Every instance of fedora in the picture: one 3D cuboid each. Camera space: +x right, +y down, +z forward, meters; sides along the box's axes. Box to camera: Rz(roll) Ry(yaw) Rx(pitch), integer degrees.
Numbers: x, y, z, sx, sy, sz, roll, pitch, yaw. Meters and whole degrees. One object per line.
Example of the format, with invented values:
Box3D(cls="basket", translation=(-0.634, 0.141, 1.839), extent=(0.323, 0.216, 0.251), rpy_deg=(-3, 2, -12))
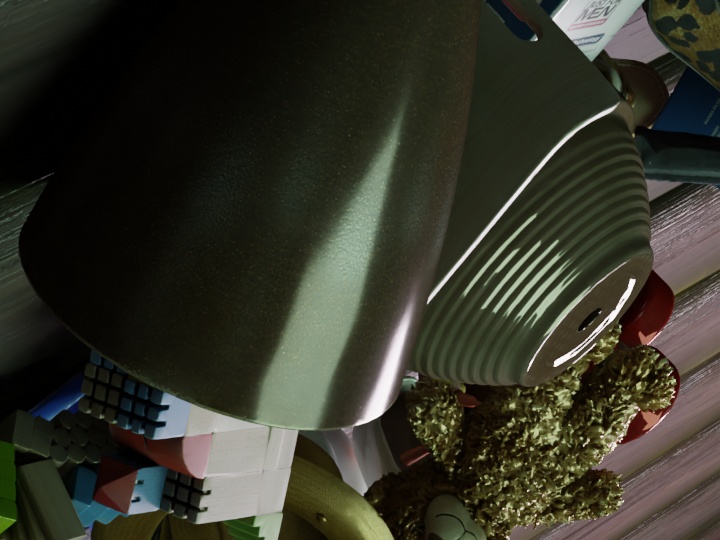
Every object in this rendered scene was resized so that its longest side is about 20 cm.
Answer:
Box3D(cls="fedora", translation=(-0.061, 0.153, 1.663), extent=(0.201, 0.201, 0.082), rpy_deg=(-55, -165, 42))

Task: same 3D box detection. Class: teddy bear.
Box3D(cls="teddy bear", translation=(0.093, 0.104, 1.638), extent=(0.200, 0.067, 0.145), rpy_deg=(-31, 125, 3))

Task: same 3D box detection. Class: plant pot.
Box3D(cls="plant pot", translation=(0.093, -0.005, 1.525), extent=(0.201, 0.093, 0.201), rpy_deg=(-41, 162, -17))
Box3D(cls="plant pot", translation=(-0.029, -0.065, 1.242), extent=(0.187, 0.187, 0.200), rpy_deg=(-16, 136, -54))

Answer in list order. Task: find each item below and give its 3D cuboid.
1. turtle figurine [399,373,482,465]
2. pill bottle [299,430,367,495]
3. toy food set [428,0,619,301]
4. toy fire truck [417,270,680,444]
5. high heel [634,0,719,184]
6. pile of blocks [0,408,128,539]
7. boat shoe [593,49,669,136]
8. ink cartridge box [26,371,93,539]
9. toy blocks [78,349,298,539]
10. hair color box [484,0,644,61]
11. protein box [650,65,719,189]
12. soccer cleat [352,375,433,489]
Box3D(cls="turtle figurine", translation=(0.067, 0.013, 1.704), extent=(0.200, 0.064, 0.161), rpy_deg=(-57, -165, 10))
Box3D(cls="pill bottle", translation=(-0.046, 0.151, 1.831), extent=(0.113, 0.113, 0.200), rpy_deg=(-38, 162, -5))
Box3D(cls="toy food set", translation=(0.021, -0.064, 1.365), extent=(0.060, 0.144, 0.200), rpy_deg=(-17, 151, -52))
Box3D(cls="toy fire truck", translation=(0.104, 0.054, 1.805), extent=(0.168, 0.112, 0.200), rpy_deg=(-35, -153, 26))
Box3D(cls="high heel", translation=(0.225, -0.136, 1.544), extent=(0.071, 0.143, 0.200), rpy_deg=(-69, 161, -64))
Box3D(cls="pile of blocks", translation=(-0.170, 0.116, 1.486), extent=(0.200, 0.082, 0.062), rpy_deg=(-7, 155, -45))
Box3D(cls="boat shoe", translation=(0.125, -0.094, 1.636), extent=(0.200, 0.074, 0.069), rpy_deg=(-19, 160, -48))
Box3D(cls="ink cartridge box", translation=(-0.173, 0.126, 1.623), extent=(0.099, 0.039, 0.200), rpy_deg=(-37, 163, -6))
Box3D(cls="toy blocks", translation=(-0.085, 0.052, 1.451), extent=(0.137, 0.100, 0.200), rpy_deg=(-3, 108, -55))
Box3D(cls="hair color box", translation=(0.059, -0.100, 1.496), extent=(0.200, 0.061, 0.100), rpy_deg=(-49, 162, 30))
Box3D(cls="protein box", translation=(0.308, -0.118, 1.635), extent=(0.199, 0.200, 0.135), rpy_deg=(-61, 173, 22))
Box3D(cls="soccer cleat", translation=(0.048, 0.159, 1.722), extent=(0.069, 0.200, 0.078), rpy_deg=(-16, 156, -21))
